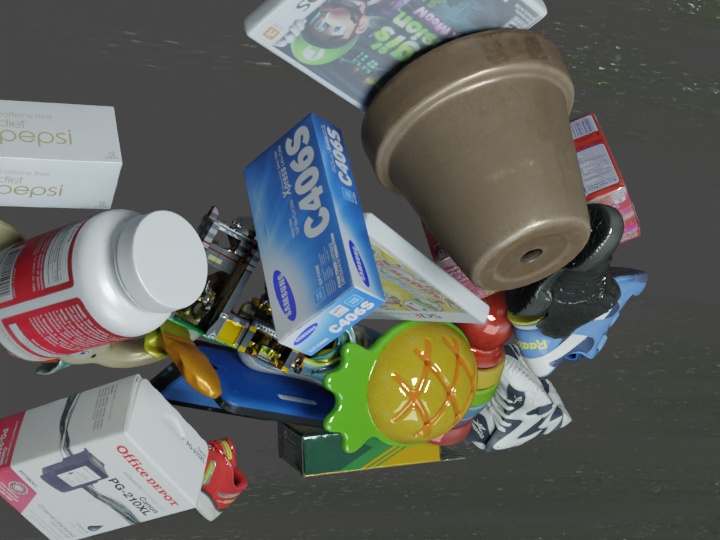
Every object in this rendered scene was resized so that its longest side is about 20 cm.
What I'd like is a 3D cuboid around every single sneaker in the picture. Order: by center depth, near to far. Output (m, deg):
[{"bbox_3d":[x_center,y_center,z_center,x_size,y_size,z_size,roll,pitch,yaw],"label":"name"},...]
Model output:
[{"bbox_3d":[0.215,0.004,1.322,0.104,0.060,0.200,8,145,-30],"label":"sneaker"},{"bbox_3d":[-0.020,0.085,1.458,0.199,0.080,0.130,7,169,-30],"label":"sneaker"},{"bbox_3d":[0.241,0.050,1.501,0.199,0.083,0.074,-23,-163,-34],"label":"sneaker"},{"bbox_3d":[-0.194,0.225,1.648,0.085,0.077,0.200,-37,146,-5],"label":"sneaker"},{"bbox_3d":[0.171,0.170,1.686,0.129,0.080,0.199,-33,153,9],"label":"sneaker"}]

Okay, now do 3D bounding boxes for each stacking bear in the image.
[{"bbox_3d":[0.113,0.092,1.537,0.121,0.114,0.201,-6,138,-33],"label":"stacking bear"}]

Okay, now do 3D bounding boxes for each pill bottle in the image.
[{"bbox_3d":[-0.234,0.010,1.209,0.199,0.113,0.112,-15,152,38],"label":"pill bottle"}]

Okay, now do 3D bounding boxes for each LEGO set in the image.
[{"bbox_3d":[-0.116,0.004,1.308,0.199,0.154,0.116,29,94,-19],"label":"LEGO set"}]

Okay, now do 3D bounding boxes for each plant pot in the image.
[{"bbox_3d":[0.120,-0.085,1.207,0.199,0.175,0.201,-18,154,-9],"label":"plant pot"}]

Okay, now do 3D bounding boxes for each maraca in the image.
[{"bbox_3d":[0.042,0.119,1.418,0.199,0.138,0.107,-9,-168,-37],"label":"maraca"}]

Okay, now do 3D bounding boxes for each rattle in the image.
[{"bbox_3d":[-0.250,0.104,1.387,0.199,0.144,0.130,-20,164,-4],"label":"rattle"}]

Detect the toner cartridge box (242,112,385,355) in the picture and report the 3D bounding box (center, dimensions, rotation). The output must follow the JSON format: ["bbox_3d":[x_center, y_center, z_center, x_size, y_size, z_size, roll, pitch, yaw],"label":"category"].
[{"bbox_3d":[-0.044,-0.034,1.215,0.095,0.201,0.043,-38,138,28],"label":"toner cartridge box"}]

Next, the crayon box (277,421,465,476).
[{"bbox_3d":[0.011,0.200,1.634,0.199,0.052,0.126,-3,-176,-17],"label":"crayon box"}]

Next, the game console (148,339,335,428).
[{"bbox_3d":[-0.119,0.156,1.522,0.199,0.171,0.119,14,113,-36],"label":"game console"}]

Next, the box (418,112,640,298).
[{"bbox_3d":[0.163,-0.058,1.352,0.199,0.100,0.096,-22,145,9],"label":"box"}]

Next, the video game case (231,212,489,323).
[{"bbox_3d":[0.000,0.000,1.335,0.181,0.023,0.200,0,153,43],"label":"video game case"}]

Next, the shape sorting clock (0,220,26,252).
[{"bbox_3d":[-0.403,0.013,1.280,0.199,0.039,0.200,-14,145,-10],"label":"shape sorting clock"}]

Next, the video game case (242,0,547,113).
[{"bbox_3d":[0.032,-0.213,1.153,0.181,0.023,0.200,-35,141,26],"label":"video game case"}]

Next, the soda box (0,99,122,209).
[{"bbox_3d":[-0.304,-0.098,1.141,0.199,0.068,0.064,0,142,-22],"label":"soda box"}]

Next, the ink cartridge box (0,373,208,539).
[{"bbox_3d":[-0.290,0.211,1.505,0.199,0.085,0.145,-18,131,22],"label":"ink cartridge box"}]
